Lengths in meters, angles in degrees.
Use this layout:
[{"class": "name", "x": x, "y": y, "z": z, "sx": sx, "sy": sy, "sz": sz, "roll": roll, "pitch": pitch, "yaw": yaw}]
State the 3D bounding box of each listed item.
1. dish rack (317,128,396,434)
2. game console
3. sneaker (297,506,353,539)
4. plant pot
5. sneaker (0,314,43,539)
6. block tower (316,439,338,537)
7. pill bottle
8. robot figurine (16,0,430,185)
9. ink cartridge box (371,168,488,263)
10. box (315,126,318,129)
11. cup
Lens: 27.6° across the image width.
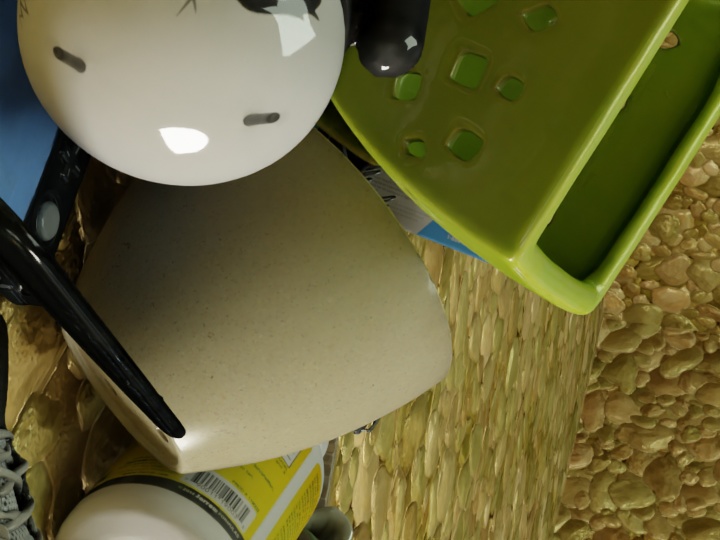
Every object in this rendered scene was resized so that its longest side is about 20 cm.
[{"class": "dish rack", "x": 0.000, "y": 0.000, "z": 0.953, "sx": 0.153, "sy": 0.054, "sz": 0.200, "roll": -51, "pitch": 130, "yaw": -71}, {"class": "game console", "x": -0.127, "y": -0.049, "z": 0.622, "sx": 0.200, "sy": 0.116, "sz": 0.176, "roll": 70, "pitch": 31, "yaw": -60}, {"class": "sneaker", "x": -0.068, "y": 0.200, "z": 0.966, "sx": 0.090, "sy": 0.067, "sz": 0.200, "roll": -43, "pitch": 168, "yaw": 18}, {"class": "plant pot", "x": 0.076, "y": -0.113, "z": 0.737, "sx": 0.200, "sy": 0.181, "sz": 0.199, "roll": -59, "pitch": 160, "yaw": 2}, {"class": "sneaker", "x": -0.144, "y": 0.116, "z": 0.640, "sx": 0.075, "sy": 0.115, "sz": 0.200, "roll": -2, "pitch": 100, "yaw": -75}, {"class": "block tower", "x": -0.045, "y": 0.135, "z": 1.055, "sx": 0.054, "sy": 0.058, "sz": 0.200, "roll": -77, "pitch": 178, "yaw": -57}, {"class": "pill bottle", "x": -0.088, "y": 0.134, "z": 0.861, "sx": 0.200, "sy": 0.112, "sz": 0.113, "roll": -51, "pitch": 145, "yaw": -63}, {"class": "robot figurine", "x": -0.061, "y": -0.123, "z": 0.569, "sx": 0.125, "sy": 0.150, "sz": 0.200, "roll": 58, "pitch": 23, "yaw": -34}, {"class": "ink cartridge box", "x": 0.082, "y": -0.118, "z": 1.031, "sx": 0.200, "sy": 0.115, "sz": 0.068, "roll": -70, "pitch": 166, "yaw": 8}, {"class": "box", "x": -0.032, "y": -0.044, "z": 1.070, "sx": 0.082, "sy": 0.049, "sz": 0.200, "roll": -33, "pitch": 129, "yaw": -70}, {"class": "cup", "x": -0.071, "y": 0.024, "z": 0.776, "sx": 0.143, "sy": 0.200, "sz": 0.200, "roll": -39, "pitch": 145, "yaw": -21}]
